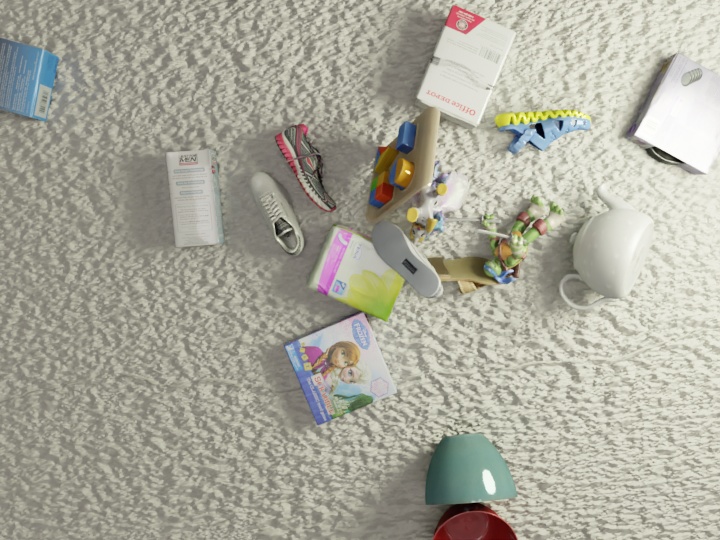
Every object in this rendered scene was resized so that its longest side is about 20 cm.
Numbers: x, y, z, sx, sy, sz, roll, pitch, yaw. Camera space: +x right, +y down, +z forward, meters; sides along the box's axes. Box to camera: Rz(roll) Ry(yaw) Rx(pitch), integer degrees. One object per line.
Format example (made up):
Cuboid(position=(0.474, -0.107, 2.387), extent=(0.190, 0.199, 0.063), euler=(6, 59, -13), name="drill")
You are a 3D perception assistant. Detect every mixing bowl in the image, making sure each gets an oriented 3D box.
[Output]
Cuboid(position=(0.250, 0.605, 1.277), extent=(0.197, 0.108, 0.204), euler=(0, 101, 1), name="mixing bowl")

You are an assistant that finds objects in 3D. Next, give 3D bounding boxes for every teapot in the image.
Cuboid(position=(0.513, -0.042, 1.189), extent=(0.145, 0.199, 0.200), euler=(22, 53, 33), name="teapot")

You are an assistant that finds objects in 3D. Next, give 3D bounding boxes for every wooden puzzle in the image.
Cuboid(position=(0.072, -0.211, 1.121), extent=(0.046, 0.199, 0.188), euler=(22, 64, -26), name="wooden puzzle")

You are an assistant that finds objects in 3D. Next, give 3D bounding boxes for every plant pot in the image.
Cuboid(position=(0.233, 0.433, 1.236), extent=(0.197, 0.201, 0.137), euler=(-6, 69, 1), name="plant pot")

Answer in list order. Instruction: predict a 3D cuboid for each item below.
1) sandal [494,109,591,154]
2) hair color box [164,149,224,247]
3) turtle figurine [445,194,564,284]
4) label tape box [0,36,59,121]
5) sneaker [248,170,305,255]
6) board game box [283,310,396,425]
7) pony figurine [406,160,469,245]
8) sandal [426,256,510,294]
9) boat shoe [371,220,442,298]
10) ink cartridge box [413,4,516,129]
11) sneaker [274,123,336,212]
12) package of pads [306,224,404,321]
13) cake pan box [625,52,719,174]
Cuboid(position=(0.387, -0.296, 1.199), extent=(0.197, 0.080, 0.089), euler=(-3, 100, 9), name="sandal")
Cuboid(position=(-0.357, -0.155, 1.222), extent=(0.097, 0.061, 0.203), euler=(-4, 97, 0), name="hair color box")
Cuboid(position=(0.314, -0.093, 1.181), extent=(0.193, 0.144, 0.201), euler=(-39, 88, -5), name="turtle figurine")
Cuboid(position=(-0.761, -0.415, 1.194), extent=(0.197, 0.066, 0.145), euler=(15, 96, 1), name="label tape box")
Cuboid(position=(-0.180, -0.125, 1.215), extent=(0.076, 0.081, 0.202), euler=(-31, 94, 5), name="sneaker")
Cuboid(position=(-0.044, 0.218, 1.272), extent=(0.197, 0.041, 0.202), euler=(-23, 96, 3), name="board game box")
Cuboid(position=(0.138, -0.151, 1.173), extent=(0.164, 0.200, 0.196), euler=(16, 81, 5), name="pony figurine")
Cuboid(position=(0.221, 0.018, 1.241), extent=(0.208, 0.078, 0.070), euler=(4, 136, -18), name="sandal")
Cuboid(position=(0.096, -0.018, 1.166), extent=(0.073, 0.065, 0.201), euler=(-39, 68, 11), name="boat shoe")
Cuboid(position=(0.213, -0.418, 1.177), extent=(0.143, 0.083, 0.202), euler=(22, 97, -2), name="ink cartridge box")
Cuboid(position=(-0.106, -0.217, 1.204), extent=(0.074, 0.081, 0.202), euler=(-30, 95, 2), name="sneaker")
Cuboid(position=(0.000, 0.000, 1.233), extent=(0.198, 0.068, 0.156), euler=(24, 96, -5), name="package of pads")
Cuboid(position=(0.695, -0.327, 1.203), extent=(0.182, 0.052, 0.202), euler=(25, 96, 0), name="cake pan box")
